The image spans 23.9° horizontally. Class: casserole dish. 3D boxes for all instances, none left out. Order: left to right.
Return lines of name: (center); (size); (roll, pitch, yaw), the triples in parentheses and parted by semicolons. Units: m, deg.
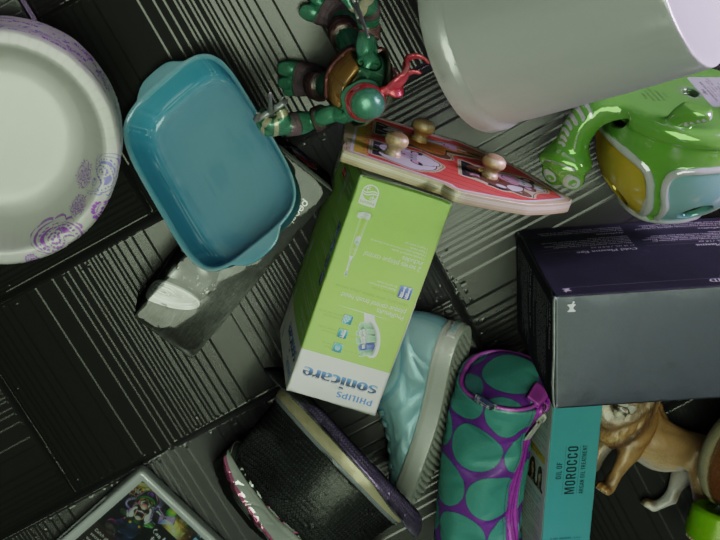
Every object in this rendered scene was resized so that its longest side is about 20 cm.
casserole dish: (-0.122, -0.089, 1.437); (0.121, 0.039, 0.200); (-38, 69, 16)

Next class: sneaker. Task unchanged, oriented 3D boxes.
sneaker: (-0.055, 0.227, 1.586); (0.086, 0.080, 0.200); (-41, 107, -15)
sneaker: (0.044, 0.124, 1.563); (0.082, 0.074, 0.200); (22, 113, 20)

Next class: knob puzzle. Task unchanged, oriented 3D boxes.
knob puzzle: (0.083, -0.093, 1.415); (0.219, 0.220, 0.031); (16, 106, -10)

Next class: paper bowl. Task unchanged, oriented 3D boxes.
paper bowl: (-0.299, -0.114, 1.426); (0.200, 0.104, 0.201); (-1, 108, -4)

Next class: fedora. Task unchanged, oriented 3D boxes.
fedora: (-0.040, 0.181, 1.494); (0.092, 0.201, 0.201); (-44, 107, -4)

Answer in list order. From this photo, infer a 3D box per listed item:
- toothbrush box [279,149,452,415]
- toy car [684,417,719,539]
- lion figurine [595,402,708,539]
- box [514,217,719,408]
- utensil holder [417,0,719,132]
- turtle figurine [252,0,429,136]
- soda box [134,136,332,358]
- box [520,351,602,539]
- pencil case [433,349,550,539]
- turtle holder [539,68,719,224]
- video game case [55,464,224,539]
toothbrush box: (0.000, 0.000, 1.467); (0.086, 0.146, 0.200); (17, 105, -11)
toy car: (0.418, 0.194, 1.519); (0.158, 0.200, 0.165); (3, 105, -43)
lion figurine: (0.284, 0.167, 1.595); (0.200, 0.072, 0.123); (28, 96, -27)
box: (0.247, 0.034, 1.479); (0.199, 0.182, 0.104); (-4, 108, -3)
utensil holder: (0.173, -0.213, 1.357); (0.200, 0.170, 0.170); (-11, 112, 31)
turtle figurine: (-0.020, -0.161, 1.381); (0.101, 0.200, 0.150); (36, 100, -20)
soda box: (-0.113, -0.023, 1.493); (0.071, 0.063, 0.200); (37, 101, -15)
box: (0.182, 0.176, 1.572); (0.049, 0.082, 0.201); (-2, 109, -13)
pencil case: (0.119, 0.175, 1.546); (0.085, 0.092, 0.200); (-27, 135, -40)
turtle holder: (0.259, -0.106, 1.446); (0.141, 0.185, 0.132); (33, 130, 29)
video game case: (-0.203, 0.309, 1.618); (0.182, 0.023, 0.200); (-41, 106, 9)
